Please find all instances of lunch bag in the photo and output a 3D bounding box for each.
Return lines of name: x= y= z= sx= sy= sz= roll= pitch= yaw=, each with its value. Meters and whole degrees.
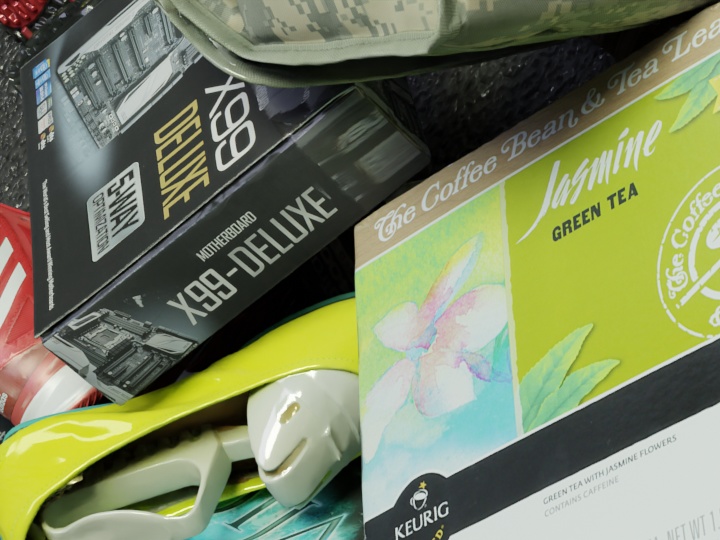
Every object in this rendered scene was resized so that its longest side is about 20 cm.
lunch bag: x=0.027 y=-0.129 z=0.813 sx=0.199 sy=0.163 sz=0.119 roll=2 pitch=102 yaw=57

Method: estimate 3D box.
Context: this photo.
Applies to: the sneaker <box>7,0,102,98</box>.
sneaker: x=-0.098 y=-0.085 z=1.106 sx=0.199 sy=0.073 sz=0.072 roll=15 pitch=62 yaw=49

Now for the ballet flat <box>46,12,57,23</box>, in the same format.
ballet flat: x=-0.122 y=-0.065 z=1.192 sx=0.200 sy=0.067 sz=0.076 roll=45 pitch=113 yaw=48

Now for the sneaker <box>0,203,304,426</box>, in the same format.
sneaker: x=-0.102 y=-0.008 z=1.017 sx=0.115 sy=0.200 sz=0.079 roll=41 pitch=131 yaw=13

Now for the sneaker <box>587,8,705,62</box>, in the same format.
sneaker: x=0.106 y=-0.115 z=0.941 sx=0.071 sy=0.075 sz=0.200 roll=-60 pitch=37 yaw=3

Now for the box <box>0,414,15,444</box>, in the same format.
box: x=-0.178 y=0.146 z=1.058 sx=0.104 sy=0.147 sz=0.201 roll=23 pitch=85 yaw=53

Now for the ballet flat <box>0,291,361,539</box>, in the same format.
ballet flat: x=-0.050 y=0.069 z=0.905 sx=0.198 sy=0.067 sz=0.067 roll=-20 pitch=38 yaw=7

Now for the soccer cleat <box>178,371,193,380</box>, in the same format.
soccer cleat: x=-0.134 y=0.029 z=1.133 sx=0.199 sy=0.077 sz=0.070 roll=-17 pitch=56 yaw=43

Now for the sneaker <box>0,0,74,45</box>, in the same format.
sneaker: x=-0.157 y=-0.185 z=1.312 sx=0.096 sy=0.080 sz=0.199 roll=-44 pitch=20 yaw=-27

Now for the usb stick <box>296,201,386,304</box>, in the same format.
usb stick: x=0.000 y=0.000 z=0.971 sx=0.056 sy=0.032 sz=0.201 roll=-50 pitch=61 yaw=40

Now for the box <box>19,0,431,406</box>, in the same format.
box: x=-0.060 y=-0.063 z=0.935 sx=0.157 sy=0.050 sz=0.201 roll=-37 pitch=33 yaw=17

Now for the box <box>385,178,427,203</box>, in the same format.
box: x=0.067 y=-0.020 z=0.958 sx=0.199 sy=0.041 sz=0.039 roll=-10 pitch=63 yaw=45

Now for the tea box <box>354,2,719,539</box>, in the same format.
tea box: x=0.112 y=0.046 z=0.789 sx=0.199 sy=0.133 sz=0.198 roll=-31 pitch=46 yaw=35

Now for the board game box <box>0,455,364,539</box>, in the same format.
board game box: x=-0.049 y=0.105 z=0.933 sx=0.135 sy=0.028 sz=0.199 roll=-31 pitch=29 yaw=-30
